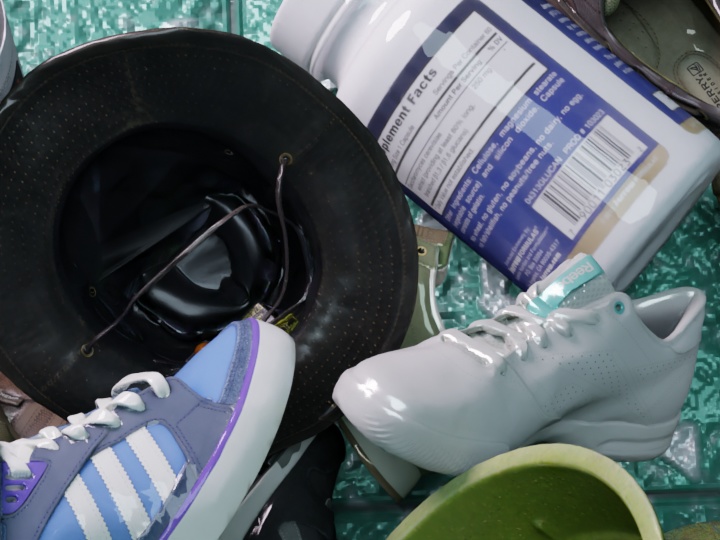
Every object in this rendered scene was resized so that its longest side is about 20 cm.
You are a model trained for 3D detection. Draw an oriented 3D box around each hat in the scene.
[{"bbox_3d":[-0.077,-0.016,1.112,0.200,0.081,0.201,-2,105,-8],"label":"hat"}]

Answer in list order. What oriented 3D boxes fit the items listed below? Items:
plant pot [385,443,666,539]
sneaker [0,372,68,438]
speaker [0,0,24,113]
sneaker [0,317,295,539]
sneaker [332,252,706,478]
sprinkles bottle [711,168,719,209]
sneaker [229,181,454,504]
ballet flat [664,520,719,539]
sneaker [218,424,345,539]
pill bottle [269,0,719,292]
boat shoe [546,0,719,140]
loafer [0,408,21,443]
[{"bbox_3d":[0.105,0.201,1.020,0.190,0.200,0.200,35,70,-30],"label":"plant pot"},{"bbox_3d":[-0.129,0.068,1.160,0.200,0.070,0.076,-20,69,-10],"label":"sneaker"},{"bbox_3d":[-0.183,-0.068,1.131,0.081,0.200,0.081,0,71,-1],"label":"speaker"},{"bbox_3d":[-0.128,0.073,1.020,0.146,0.081,0.200,34,71,-12],"label":"sneaker"},{"bbox_3d":[0.072,0.033,1.095,0.075,0.200,0.089,40,117,36],"label":"sneaker"},{"bbox_3d":[0.211,0.042,1.181,0.068,0.068,0.200,-7,73,-4],"label":"sprinkles bottle"},{"bbox_3d":[0.000,0.000,1.182,0.090,0.067,0.200,-32,83,0],"label":"sneaker"},{"bbox_3d":[0.103,0.178,1.135,0.200,0.071,0.071,-34,76,-12],"label":"ballet flat"},{"bbox_3d":[-0.041,0.146,1.114,0.088,0.076,0.200,43,38,-7],"label":"sneaker"},{"bbox_3d":[0.059,-0.075,1.190,0.200,0.111,0.111,40,75,10],"label":"pill bottle"},{"bbox_3d":[0.130,-0.137,1.237,0.073,0.065,0.200,-41,77,-12],"label":"boat shoe"},{"bbox_3d":[-0.201,0.044,1.123,0.076,0.067,0.200,-37,44,-14],"label":"loafer"}]
